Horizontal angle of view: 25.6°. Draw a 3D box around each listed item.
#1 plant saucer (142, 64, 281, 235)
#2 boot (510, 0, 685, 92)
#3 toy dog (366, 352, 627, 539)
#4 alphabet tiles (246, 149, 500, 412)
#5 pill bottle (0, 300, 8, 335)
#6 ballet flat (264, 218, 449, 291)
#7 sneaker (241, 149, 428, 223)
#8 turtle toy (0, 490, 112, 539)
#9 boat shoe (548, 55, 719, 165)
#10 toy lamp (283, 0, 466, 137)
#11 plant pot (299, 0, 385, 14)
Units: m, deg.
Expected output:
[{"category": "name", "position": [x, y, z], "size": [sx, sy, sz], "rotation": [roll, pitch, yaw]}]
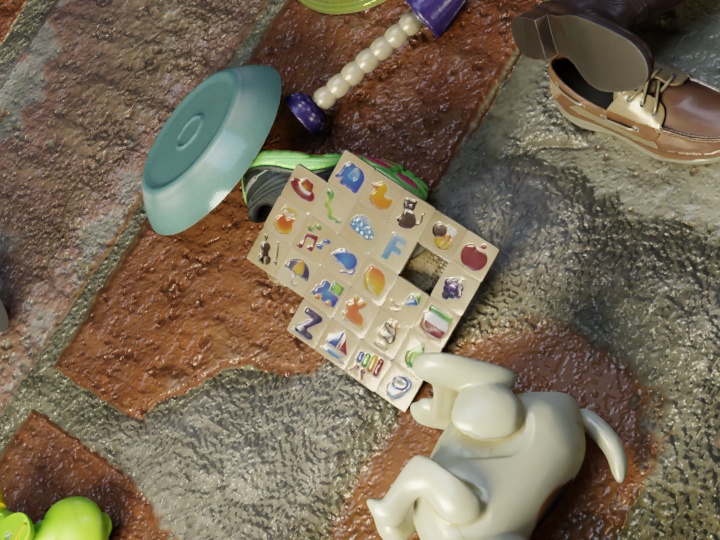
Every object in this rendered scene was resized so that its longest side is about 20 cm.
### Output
[{"category": "plant saucer", "position": [-0.157, -0.128, 1.561], "size": [0.200, 0.036, 0.200], "rotation": [-37, 33, 29]}, {"category": "boot", "position": [0.253, -0.228, 1.340], "size": [0.200, 0.064, 0.186], "rotation": [-27, 31, -19]}, {"category": "toy dog", "position": [0.099, 0.191, 1.230], "size": [0.194, 0.140, 0.200], "rotation": [13, 65, -3]}, {"category": "alphabet tiles", "position": [0.000, 0.000, 1.381], "size": [0.200, 0.008, 0.167], "rotation": [34, 105, 18]}, {"category": "pill bottle", "position": [-0.465, 0.085, 1.633], "size": [0.200, 0.111, 0.111], "rotation": [-35, 52, 11]}, {"category": "ballet flat", "position": [0.002, -0.018, 1.412], "size": [0.200, 0.065, 0.071], "rotation": [-4, 45, 19]}, {"category": "sneaker", "position": [-0.023, -0.067, 1.482], "size": [0.200, 0.077, 0.084], "rotation": [5, 90, 34]}, {"category": "turtle toy", "position": [-0.319, 0.274, 1.444], "size": [0.200, 0.101, 0.146], "rotation": [-36, 52, 9]}, {"category": "boat shoe", "position": [0.241, -0.144, 1.349], "size": [0.200, 0.072, 0.076], "rotation": [17, 74, 37]}, {"category": "toy lamp", "position": [0.018, -0.211, 1.536], "size": [0.200, 0.058, 0.058], "rotation": [-41, 51, 9]}, {"category": "plant pot", "position": [-0.037, -0.391, 1.585], "size": [0.200, 0.184, 0.201], "rotation": [-15, 57, 25]}]
